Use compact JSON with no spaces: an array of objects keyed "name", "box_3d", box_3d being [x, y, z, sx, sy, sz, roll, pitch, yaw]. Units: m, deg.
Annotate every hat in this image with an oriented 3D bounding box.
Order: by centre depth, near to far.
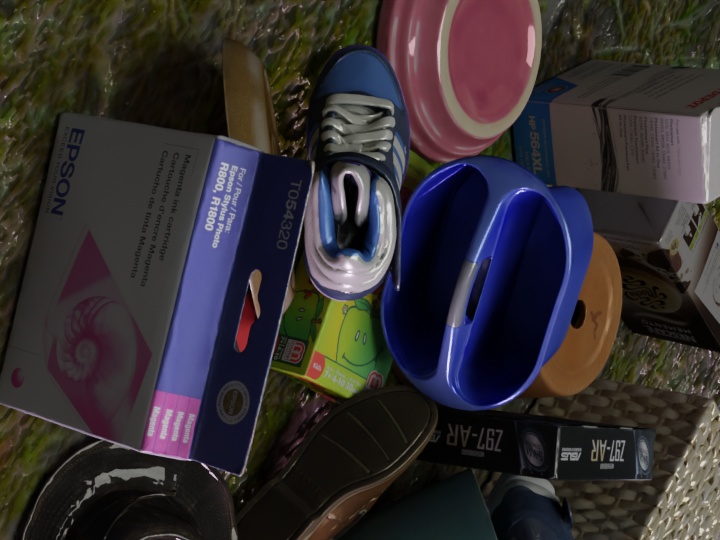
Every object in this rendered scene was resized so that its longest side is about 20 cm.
[{"name":"hat","box_3d":[-0.141,0.213,1.162,0.199,0.080,0.203,-9,104,-40]}]

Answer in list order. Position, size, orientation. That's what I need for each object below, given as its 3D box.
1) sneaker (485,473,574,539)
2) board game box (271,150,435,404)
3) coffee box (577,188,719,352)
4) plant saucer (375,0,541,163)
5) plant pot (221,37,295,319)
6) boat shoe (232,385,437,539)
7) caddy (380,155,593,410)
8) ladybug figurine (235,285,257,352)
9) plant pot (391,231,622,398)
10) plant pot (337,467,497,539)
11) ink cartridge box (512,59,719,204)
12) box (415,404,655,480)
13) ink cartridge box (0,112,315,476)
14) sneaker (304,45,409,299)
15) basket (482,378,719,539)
[{"name":"sneaker","box_3d":[0.162,0.259,1.458,0.147,0.080,0.201,-99,169,-45]},{"name":"board game box","box_3d":[0.000,0.000,1.331,0.101,0.047,0.202,31,74,-49]},{"name":"coffee box","box_3d":[0.294,-0.011,1.641,0.200,0.112,0.080,49,62,-44]},{"name":"plant saucer","box_3d":[0.092,-0.189,1.397,0.199,0.050,0.203,-17,111,-49]},{"name":"plant pot","box_3d":[-0.068,-0.061,1.147,0.200,0.027,0.203,-8,90,-89]},{"name":"boat shoe","box_3d":[-0.022,0.167,1.309,0.199,0.072,0.068,-36,154,-12]},{"name":"caddy","box_3d":[0.094,0.007,1.281,0.105,0.140,0.202,-27,135,-61]},{"name":"ladybug figurine","box_3d":[-0.119,0.039,1.173,0.136,0.071,0.201,-50,134,-31]},{"name":"plant pot","box_3d":[0.131,0.025,1.427,0.199,0.139,0.203,-14,109,-48]},{"name":"plant pot","box_3d":[0.043,0.279,1.332,0.159,0.201,0.202,-17,120,-1]},{"name":"ink cartridge box","box_3d":[0.257,-0.128,1.497,0.145,0.198,0.085,-27,119,-44]},{"name":"box","box_3d":[0.122,0.141,1.393,0.159,0.198,0.044,9,86,-52]},{"name":"ink cartridge box","box_3d":[-0.134,0.009,1.045,0.043,0.198,0.199,16,86,-51]},{"name":"sneaker","box_3d":[0.000,-0.080,1.207,0.146,0.079,0.203,119,-23,-81]},{"name":"basket","box_3d":[0.243,0.225,1.569,0.199,0.198,0.162,-55,134,-27]}]
